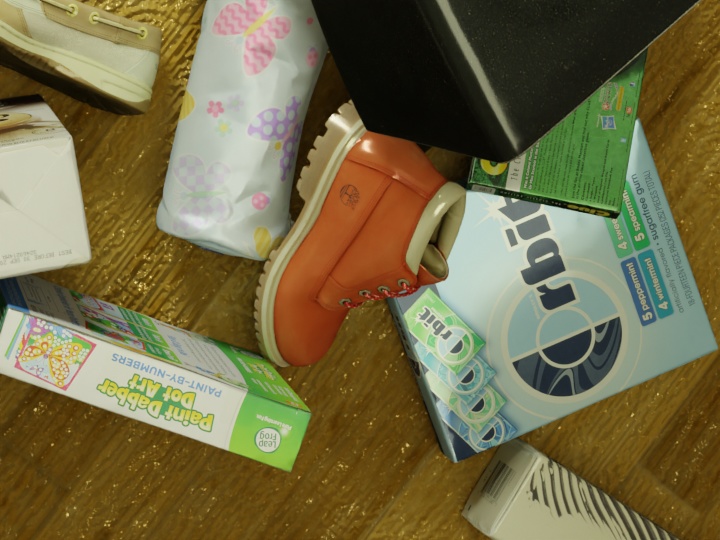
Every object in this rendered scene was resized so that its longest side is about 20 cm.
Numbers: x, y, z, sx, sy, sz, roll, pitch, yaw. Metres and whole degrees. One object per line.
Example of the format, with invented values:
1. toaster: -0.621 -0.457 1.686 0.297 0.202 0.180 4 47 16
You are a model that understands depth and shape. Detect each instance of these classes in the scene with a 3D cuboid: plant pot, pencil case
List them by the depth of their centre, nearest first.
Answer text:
1. plant pot: 0.068 -0.201 1.432 0.199 0.200 0.178 -40 111 -14
2. pencil case: -0.071 -0.106 1.620 0.090 0.083 0.202 12 94 -1

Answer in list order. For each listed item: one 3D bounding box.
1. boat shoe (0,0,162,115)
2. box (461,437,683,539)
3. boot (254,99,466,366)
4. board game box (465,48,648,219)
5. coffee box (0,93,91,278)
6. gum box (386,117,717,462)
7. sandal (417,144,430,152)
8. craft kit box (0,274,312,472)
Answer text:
1. boat shoe: -0.214 -0.165 1.586 0.199 0.074 0.067 27 77 -32
2. box: 0.174 0.195 1.715 0.199 0.082 0.069 32 89 -15
3. boot: 0.000 0.000 1.604 0.107 0.075 0.201 34 127 16
4. board game box: 0.137 -0.141 1.653 0.104 0.023 0.202 12 78 -2
5. coffee box: -0.235 -0.051 1.534 0.112 0.200 0.081 -10 103 -11
6. gum box: 0.121 0.011 1.689 0.199 0.045 0.171 -22 101 -7
7. sandal: 0.049 -0.120 1.611 0.081 0.200 0.055 -3 71 -41
8. craft kit box: -0.141 0.057 1.569 0.196 0.200 0.049 17 95 -12
